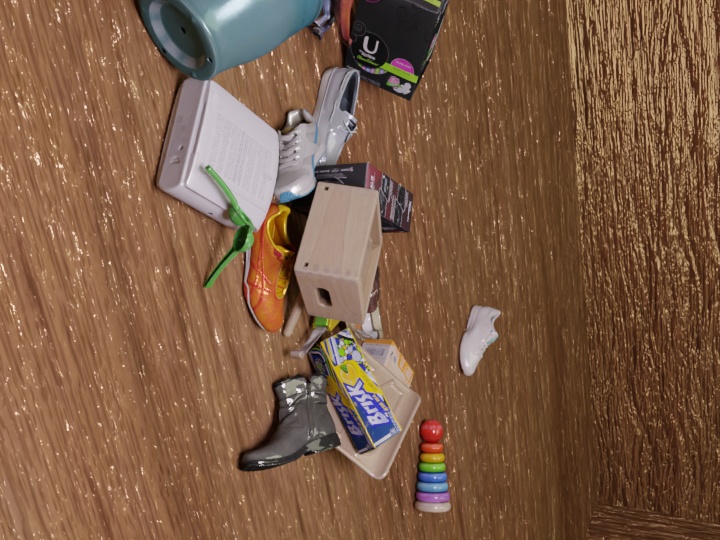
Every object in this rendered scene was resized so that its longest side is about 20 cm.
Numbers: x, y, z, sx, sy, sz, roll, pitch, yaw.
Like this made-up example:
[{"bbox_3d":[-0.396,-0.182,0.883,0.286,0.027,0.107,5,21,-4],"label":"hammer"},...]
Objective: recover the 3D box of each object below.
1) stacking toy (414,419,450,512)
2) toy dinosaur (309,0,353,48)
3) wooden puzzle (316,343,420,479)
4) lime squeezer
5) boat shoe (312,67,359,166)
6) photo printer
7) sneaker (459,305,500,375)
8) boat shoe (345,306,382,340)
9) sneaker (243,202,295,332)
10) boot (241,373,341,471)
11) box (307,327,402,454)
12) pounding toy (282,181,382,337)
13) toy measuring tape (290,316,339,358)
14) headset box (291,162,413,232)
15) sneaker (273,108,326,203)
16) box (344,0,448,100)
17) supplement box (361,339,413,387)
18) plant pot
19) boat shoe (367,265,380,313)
[{"bbox_3d":[0.169,0.451,1.727,0.085,0.084,0.205,15,74,-59],"label":"stacking toy"},{"bbox_3d":[-0.023,-0.483,1.276,0.182,0.199,0.105,-50,160,-2],"label":"toy dinosaur"},{"bbox_3d":[-0.005,0.248,1.348,0.199,0.046,0.187,38,56,-9],"label":"wooden puzzle"},{"bbox_3d":[-0.181,-0.063,1.025,0.038,0.069,0.203,-101,-164,-48],"label":"lime squeezer"},{"bbox_3d":[-0.041,-0.268,1.319,0.070,0.070,0.206,28,67,-57],"label":"boat shoe"},{"bbox_3d":[-0.191,-0.155,1.060,0.199,0.068,0.171,30,67,-58],"label":"photo printer"},{"bbox_3d":[0.321,0.184,1.968,0.075,0.087,0.204,52,48,-49],"label":"sneaker"},{"bbox_3d":[0.006,0.095,1.406,0.200,0.067,0.077,75,5,-78],"label":"boat shoe"},{"bbox_3d":[-0.138,-0.002,1.157,0.073,0.076,0.205,-21,111,-60],"label":"sneaker"},{"bbox_3d":[-0.124,0.245,1.215,0.197,0.067,0.134,-7,76,-43],"label":"boot"},{"bbox_3d":[-0.011,0.210,1.294,0.069,0.064,0.203,-23,81,-34],"label":"box"},{"bbox_3d":[-0.051,-0.005,1.195,0.201,0.139,0.188,82,19,-61],"label":"pounding toy"},{"bbox_3d":[-0.070,0.071,1.290,0.200,0.072,0.075,-47,131,-49],"label":"toy measuring tape"},{"bbox_3d":[-0.015,-0.125,1.296,0.199,0.146,0.079,24,69,-57],"label":"headset box"},{"bbox_3d":[-0.108,-0.182,1.188,0.202,0.075,0.082,-82,155,-50],"label":"sneaker"},{"bbox_3d":[0.068,-0.446,1.351,0.202,0.146,0.126,109,6,-54],"label":"box"},{"bbox_3d":[0.030,0.254,1.468,0.127,0.072,0.203,56,46,-44],"label":"supplement box"},{"bbox_3d":[-0.179,-0.357,0.971,0.189,0.197,0.202,-50,135,-26],"label":"plant pot"},{"bbox_3d":[0.000,0.000,1.357,0.202,0.069,0.071,-93,164,-56],"label":"boat shoe"}]
